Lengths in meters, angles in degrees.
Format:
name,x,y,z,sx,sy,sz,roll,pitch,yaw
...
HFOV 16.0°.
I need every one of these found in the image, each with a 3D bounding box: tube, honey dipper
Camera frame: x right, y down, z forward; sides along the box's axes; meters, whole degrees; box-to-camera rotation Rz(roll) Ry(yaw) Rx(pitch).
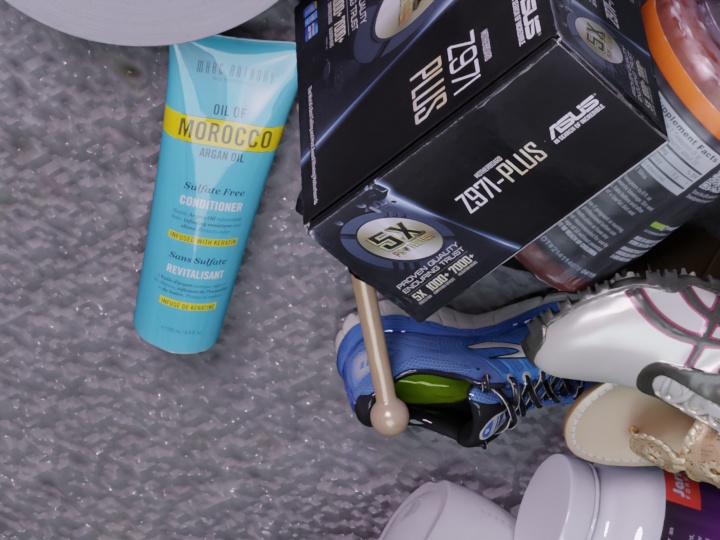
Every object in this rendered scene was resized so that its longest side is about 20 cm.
name,x,y,z,sx,sy,sz,roll,pitch,yaw
tube,-0.084,-0.047,1.430,0.077,0.050,0.200,4,125,-16
honey dipper,0.000,0.000,1.425,0.038,0.038,0.201,-9,107,5

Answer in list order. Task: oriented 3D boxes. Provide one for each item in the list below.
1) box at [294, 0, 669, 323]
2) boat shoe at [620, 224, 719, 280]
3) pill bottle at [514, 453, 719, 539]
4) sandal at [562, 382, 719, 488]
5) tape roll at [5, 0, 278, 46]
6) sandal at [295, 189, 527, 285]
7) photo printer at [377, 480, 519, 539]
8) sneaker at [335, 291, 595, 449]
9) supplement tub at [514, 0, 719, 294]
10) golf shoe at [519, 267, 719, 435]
name,x,y,z,sx,sy,sz,roll,pitch,yaw
box,0.055,-0.102,1.283,0.164,0.200,0.086,-36,123,25
boat shoe,0.221,0.043,1.500,0.200,0.073,0.065,36,156,-16
pill bottle,0.200,0.176,1.583,0.199,0.113,0.113,18,127,-17
sandal,0.222,0.091,1.438,0.211,0.070,0.078,-7,125,1
tape roll,-0.109,-0.211,1.272,0.200,0.066,0.201,-2,130,-2
sandal,0.038,-0.009,1.392,0.200,0.075,0.048,10,105,-51
photo printer,0.058,0.243,1.586,0.166,0.200,0.069,44,150,-21
sneaker,0.086,0.068,1.501,0.199,0.089,0.079,-4,132,1
supplement tub,0.160,-0.082,1.367,0.107,0.107,0.200,36,120,-28
golf shoe,0.188,0.049,1.392,0.199,0.088,0.077,-2,153,-3
